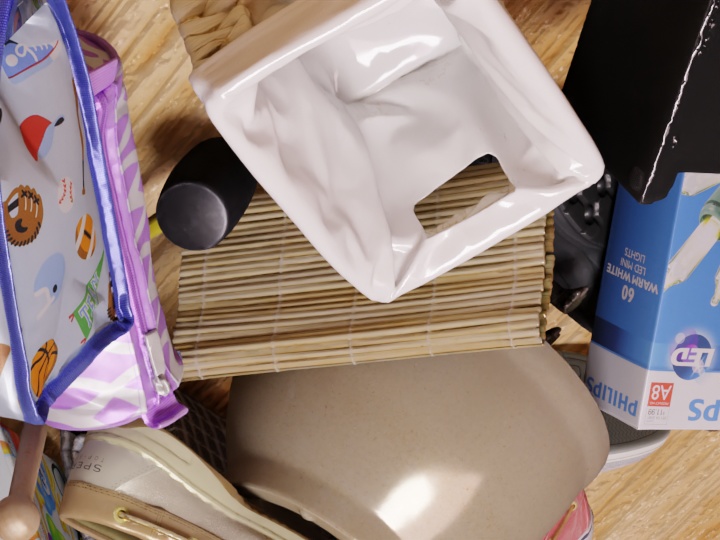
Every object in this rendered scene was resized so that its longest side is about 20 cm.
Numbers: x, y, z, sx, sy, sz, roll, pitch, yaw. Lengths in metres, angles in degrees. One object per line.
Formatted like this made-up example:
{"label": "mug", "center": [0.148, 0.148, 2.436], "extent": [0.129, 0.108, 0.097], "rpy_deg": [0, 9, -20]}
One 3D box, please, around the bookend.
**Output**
{"label": "bookend", "center": [0.224, -0.138, 1.394], "extent": [0.200, 0.092, 0.199], "rpy_deg": [0, 121, -28]}

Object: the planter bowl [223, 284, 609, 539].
{"label": "planter bowl", "center": [0.010, 0.097, 1.489], "extent": [0.135, 0.200, 0.200], "rpy_deg": [-56, 151, -23]}

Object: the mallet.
{"label": "mallet", "center": [-0.133, -0.006, 1.459], "extent": [0.200, 0.066, 0.041], "rpy_deg": [-29, 104, 31]}

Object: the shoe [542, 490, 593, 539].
{"label": "shoe", "center": [0.058, 0.179, 1.729], "extent": [0.200, 0.071, 0.091], "rpy_deg": [-39, 144, -19]}

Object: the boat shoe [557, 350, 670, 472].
{"label": "boat shoe", "center": [0.079, 0.096, 1.672], "extent": [0.201, 0.075, 0.065], "rpy_deg": [-7, 147, -14]}

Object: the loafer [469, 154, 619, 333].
{"label": "loafer", "center": [0.115, -0.018, 1.553], "extent": [0.068, 0.070, 0.201], "rpy_deg": [-63, 143, -20]}

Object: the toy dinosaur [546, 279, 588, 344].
{"label": "toy dinosaur", "center": [0.055, 0.010, 1.529], "extent": [0.077, 0.102, 0.200], "rpy_deg": [-41, 167, -16]}

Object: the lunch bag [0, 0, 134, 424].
{"label": "lunch bag", "center": [-0.204, -0.045, 1.242], "extent": [0.170, 0.124, 0.200], "rpy_deg": [6, 120, 19]}

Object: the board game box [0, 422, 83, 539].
{"label": "board game box", "center": [-0.199, 0.157, 1.508], "extent": [0.105, 0.103, 0.200], "rpy_deg": [-22, 167, 1]}

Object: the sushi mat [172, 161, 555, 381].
{"label": "sushi mat", "center": [0.000, 0.000, 1.424], "extent": [0.200, 0.096, 0.012], "rpy_deg": [-7, 157, 22]}

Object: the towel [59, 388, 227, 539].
{"label": "towel", "center": [-0.074, 0.165, 1.562], "extent": [0.085, 0.200, 0.166], "rpy_deg": [-31, 143, 18]}

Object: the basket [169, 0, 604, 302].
{"label": "basket", "center": [0.006, -0.101, 1.339], "extent": [0.135, 0.124, 0.200], "rpy_deg": [-30, 144, 8]}

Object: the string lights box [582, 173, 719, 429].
{"label": "string lights box", "center": [0.186, -0.020, 1.510], "extent": [0.103, 0.059, 0.201], "rpy_deg": [2, 103, -30]}

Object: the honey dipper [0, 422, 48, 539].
{"label": "honey dipper", "center": [-0.158, 0.078, 1.418], "extent": [0.038, 0.200, 0.038], "rpy_deg": [-1, 115, -1]}

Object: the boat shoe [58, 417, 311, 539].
{"label": "boat shoe", "center": [-0.068, 0.151, 1.437], "extent": [0.200, 0.066, 0.074], "rpy_deg": [38, 155, -17]}

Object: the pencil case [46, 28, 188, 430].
{"label": "pencil case", "center": [-0.134, -0.015, 1.357], "extent": [0.084, 0.085, 0.200], "rpy_deg": [-34, 129, -30]}
